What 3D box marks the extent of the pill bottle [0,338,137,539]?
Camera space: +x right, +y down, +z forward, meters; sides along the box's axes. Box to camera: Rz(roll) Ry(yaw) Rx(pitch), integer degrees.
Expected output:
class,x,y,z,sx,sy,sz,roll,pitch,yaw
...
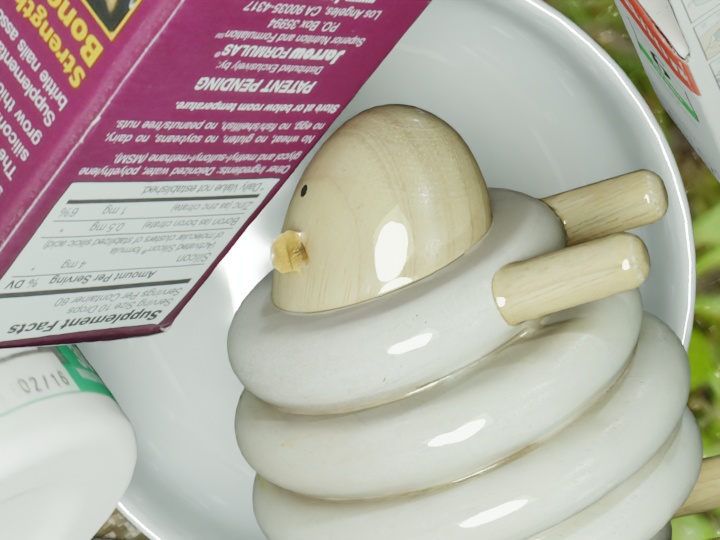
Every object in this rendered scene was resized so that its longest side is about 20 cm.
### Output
class,x,y,z,sx,sy,sz,roll,pitch,yaw
pill bottle,-0.162,0.006,0.716,0.113,0.113,0.200,-40,72,5

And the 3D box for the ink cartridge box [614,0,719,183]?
class,x,y,z,sx,sy,sz,roll,pitch,yaw
ink cartridge box,0.122,-0.093,0.677,0.109,0.200,0.050,-36,67,3

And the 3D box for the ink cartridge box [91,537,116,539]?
class,x,y,z,sx,sy,sz,roll,pitch,yaw
ink cartridge box,-0.099,0.160,0.789,0.199,0.084,0.145,9,99,-4

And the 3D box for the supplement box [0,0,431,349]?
class,x,y,z,sx,sy,sz,roll,pitch,yaw
supplement box,-0.061,-0.092,0.646,0.200,0.103,0.131,-49,65,27

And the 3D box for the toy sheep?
class,x,y,z,sx,sy,sz,roll,pitch,yaw
toy sheep,0.034,0.048,0.689,0.138,0.138,0.201,-20,105,1

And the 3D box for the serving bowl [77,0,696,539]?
class,x,y,z,sx,sy,sz,roll,pitch,yaw
serving bowl,0.000,0.000,0.776,0.199,0.066,0.201,0,99,-1
